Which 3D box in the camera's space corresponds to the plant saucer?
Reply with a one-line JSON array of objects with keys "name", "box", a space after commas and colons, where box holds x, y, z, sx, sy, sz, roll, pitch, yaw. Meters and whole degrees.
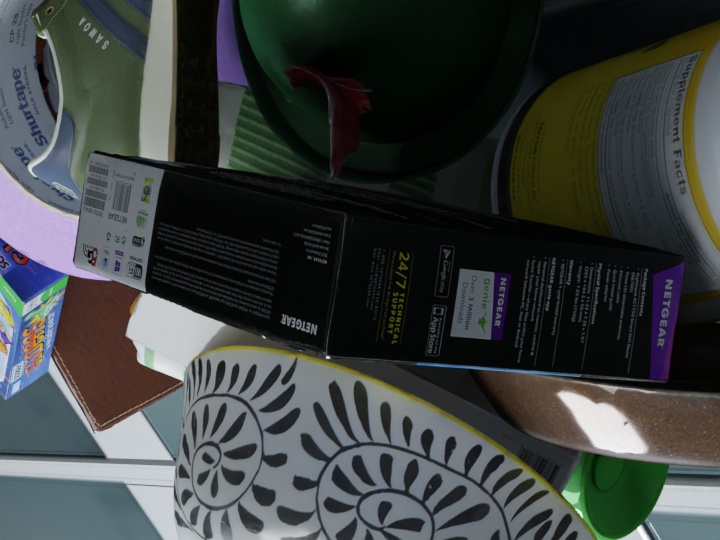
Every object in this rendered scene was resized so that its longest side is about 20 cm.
[{"name": "plant saucer", "box": [0.137, 0.048, 0.767, 0.199, 0.199, 0.035, 8, 98, 49]}]

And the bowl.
[{"name": "bowl", "box": [-0.006, 0.127, 0.797, 0.199, 0.095, 0.201, 23, 156, 11]}]

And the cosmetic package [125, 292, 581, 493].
[{"name": "cosmetic package", "box": [0.004, 0.042, 0.842, 0.199, 0.083, 0.051, 27, 115, 6]}]

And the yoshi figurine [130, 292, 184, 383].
[{"name": "yoshi figurine", "box": [-0.022, 0.069, 0.951, 0.200, 0.112, 0.112, 50, -166, 13]}]

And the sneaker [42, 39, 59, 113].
[{"name": "sneaker", "box": [-0.090, -0.073, 1.049, 0.200, 0.081, 0.088, 48, 147, -12]}]

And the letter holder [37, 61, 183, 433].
[{"name": "letter holder", "box": [-0.147, -0.032, 1.160, 0.201, 0.141, 0.101, 62, 179, -16]}]

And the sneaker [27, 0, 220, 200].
[{"name": "sneaker", "box": [-0.111, -0.126, 0.870, 0.089, 0.202, 0.067, 1, 175, 20]}]

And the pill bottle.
[{"name": "pill bottle", "box": [0.146, -0.039, 0.726, 0.112, 0.112, 0.199, 56, 150, -13]}]

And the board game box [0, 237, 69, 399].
[{"name": "board game box", "box": [-0.244, -0.035, 1.085, 0.200, 0.034, 0.136, 49, 153, 12]}]

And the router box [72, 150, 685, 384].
[{"name": "router box", "box": [0.001, -0.003, 0.716, 0.199, 0.148, 0.052, 16, 98, 57]}]

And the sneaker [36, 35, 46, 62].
[{"name": "sneaker", "box": [-0.228, -0.200, 1.071, 0.200, 0.085, 0.073, 47, 152, 6]}]

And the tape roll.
[{"name": "tape roll", "box": [-0.126, -0.100, 0.974, 0.198, 0.066, 0.202, 7, 108, 23]}]

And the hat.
[{"name": "hat", "box": [-0.035, -0.115, 0.758, 0.199, 0.175, 0.167, -3, 92, 40]}]

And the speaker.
[{"name": "speaker", "box": [0.062, 0.078, 1.002, 0.199, 0.088, 0.089, 16, 137, 44]}]

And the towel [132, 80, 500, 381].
[{"name": "towel", "box": [0.000, 0.000, 0.895, 0.198, 0.154, 0.023, 14, -173, 7]}]
